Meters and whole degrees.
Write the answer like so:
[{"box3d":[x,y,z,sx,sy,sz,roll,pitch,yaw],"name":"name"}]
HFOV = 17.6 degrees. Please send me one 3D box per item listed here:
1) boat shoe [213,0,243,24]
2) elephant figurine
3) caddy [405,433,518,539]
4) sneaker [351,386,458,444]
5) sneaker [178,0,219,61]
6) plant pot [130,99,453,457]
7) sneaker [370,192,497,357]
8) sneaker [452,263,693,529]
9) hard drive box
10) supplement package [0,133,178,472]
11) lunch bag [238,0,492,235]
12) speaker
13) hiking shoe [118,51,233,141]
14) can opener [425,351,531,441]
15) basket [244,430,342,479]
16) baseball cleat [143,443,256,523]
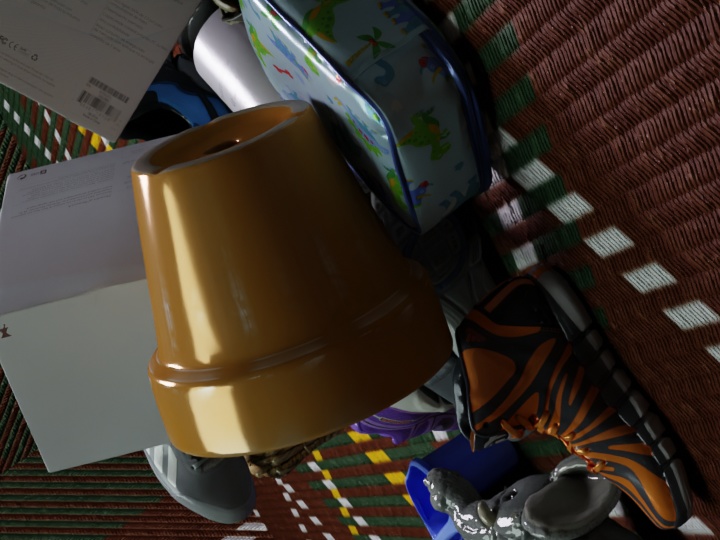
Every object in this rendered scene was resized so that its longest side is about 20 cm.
[{"box3d":[-0.080,-0.214,1.639,0.075,0.073,0.200,52,168,20],"name":"boat shoe"},{"box3d":[0.153,0.201,1.725,0.201,0.154,0.142,-100,29,-42],"name":"elephant figurine"},{"box3d":[0.099,0.217,2.017,0.142,0.105,0.200,55,169,13],"name":"caddy"},{"box3d":[0.046,0.099,1.843,0.200,0.083,0.081,11,-134,-61],"name":"sneaker"},{"box3d":[-0.088,-0.166,1.880,0.079,0.076,0.200,22,150,28],"name":"sneaker"},{"box3d":[-0.061,-0.004,1.521,0.200,0.199,0.184,26,137,69],"name":"plant pot"},{"box3d":[0.064,0.011,1.682,0.201,0.074,0.087,60,174,-12],"name":"sneaker"},{"box3d":[0.130,0.105,1.548,0.200,0.112,0.078,56,169,3],"name":"sneaker"},{"box3d":[-0.197,-0.218,1.677,0.156,0.201,0.077,28,-172,-37],"name":"hard drive box"},{"box3d":[-0.162,0.016,1.738,0.200,0.190,0.148,-93,-13,-56],"name":"supplement package"},{"box3d":[0.001,-0.128,1.515,0.200,0.082,0.161,48,166,34],"name":"lunch bag"},{"box3d":[-0.047,-0.123,1.733,0.200,0.081,0.081,47,166,42],"name":"speaker"},{"box3d":[-0.102,-0.100,1.831,0.199,0.087,0.075,20,137,5],"name":"hiking shoe"},{"box3d":[0.047,0.075,1.725,0.200,0.067,0.054,34,-151,-36],"name":"can opener"},{"box3d":[-0.058,0.062,1.995,0.149,0.200,0.143,57,162,-12],"name":"basket"},{"box3d":[-0.154,0.118,1.903,0.200,0.070,0.107,49,158,9],"name":"baseball cleat"}]
